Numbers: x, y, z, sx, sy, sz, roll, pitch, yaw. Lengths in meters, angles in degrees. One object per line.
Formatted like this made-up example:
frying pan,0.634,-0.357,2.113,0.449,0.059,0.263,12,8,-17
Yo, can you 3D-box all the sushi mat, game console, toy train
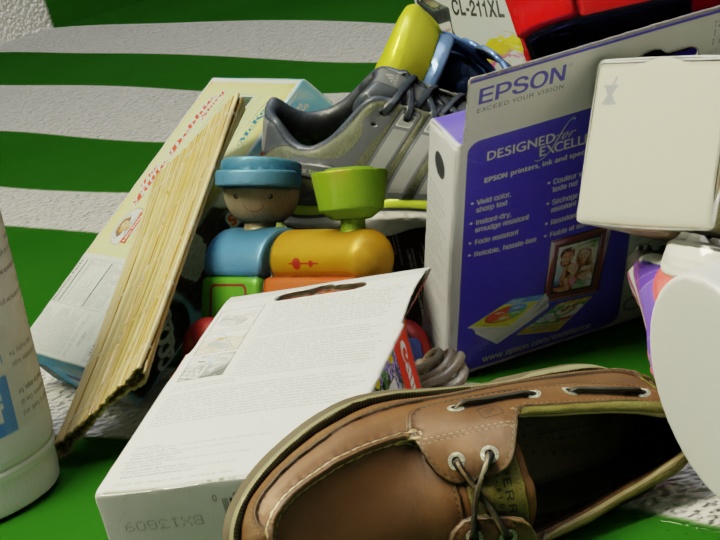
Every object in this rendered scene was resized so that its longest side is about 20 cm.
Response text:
sushi mat,-0.109,0.001,1.207,0.096,0.012,0.200,-39,26,44
game console,0.166,-0.133,1.174,0.176,0.031,0.200,-13,-6,7
toy train,0.000,0.000,1.142,0.200,0.116,0.085,0,0,44

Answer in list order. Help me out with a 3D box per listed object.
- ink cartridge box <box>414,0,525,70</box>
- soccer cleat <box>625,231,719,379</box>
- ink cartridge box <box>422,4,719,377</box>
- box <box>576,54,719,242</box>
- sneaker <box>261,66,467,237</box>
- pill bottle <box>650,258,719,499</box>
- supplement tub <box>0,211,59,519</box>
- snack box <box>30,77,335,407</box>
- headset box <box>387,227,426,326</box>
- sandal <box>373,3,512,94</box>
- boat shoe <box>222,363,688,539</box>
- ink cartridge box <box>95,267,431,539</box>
ink cartridge box,0.105,-0.138,1.475,0.083,0.200,0.146,-17,14,-21
soccer cleat,0.151,0.028,1.051,0.068,0.073,0.200,13,-3,2
ink cartridge box,0.126,-0.053,1.138,0.198,0.200,0.043,-17,48,-18
box,0.205,-0.042,1.074,0.200,0.078,0.095,11,-3,-35
sneaker,0.037,-0.068,1.209,0.200,0.081,0.074,-13,28,13
pill bottle,0.221,0.019,0.897,0.200,0.115,0.114,-18,14,-21
supplement tub,-0.229,0.020,1.123,0.132,0.200,0.132,-13,13,3
snack box,-0.102,-0.021,1.301,0.200,0.037,0.116,-55,27,-13
headset box,0.039,-0.023,1.330,0.200,0.075,0.149,-6,16,27
sandal,0.049,-0.101,1.354,0.087,0.080,0.200,26,5,0
boat shoe,0.043,0.078,0.906,0.200,0.072,0.068,-20,14,-29
ink cartridge box,-0.032,0.065,1.030,0.109,0.050,0.200,-9,21,17
